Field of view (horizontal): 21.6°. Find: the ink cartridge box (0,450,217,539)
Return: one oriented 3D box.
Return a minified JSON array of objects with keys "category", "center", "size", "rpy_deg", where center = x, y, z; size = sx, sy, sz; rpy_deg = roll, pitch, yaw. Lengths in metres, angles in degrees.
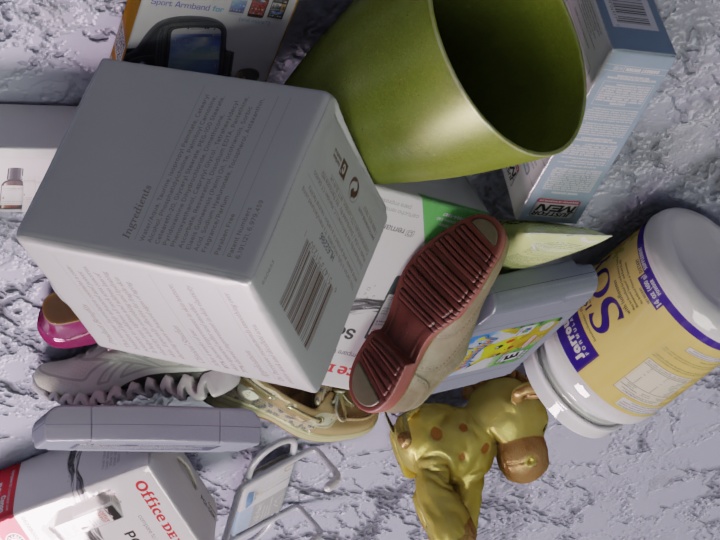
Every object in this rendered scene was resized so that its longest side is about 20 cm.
[{"category":"ink cartridge box","center":[-0.262,0.249,1.892],"size":[0.199,0.083,0.147],"rpy_deg":[-22,122,13]}]

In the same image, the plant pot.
[{"category":"plant pot","center":[0.039,-0.143,1.445],"size":[0.199,0.189,0.186],"rpy_deg":[-22,144,38]}]

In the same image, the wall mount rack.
[{"category":"wall mount rack","center":[-0.107,0.266,1.953],"size":[0.173,0.075,0.201],"rpy_deg":[-27,152,-30]}]

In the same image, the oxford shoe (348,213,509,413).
[{"category":"oxford shoe","center":[0.068,0.037,1.592],"size":[0.074,0.071,0.200],"rpy_deg":[12,122,-48]}]

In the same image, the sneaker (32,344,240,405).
[{"category":"sneaker","center":[-0.210,0.079,1.741],"size":[0.198,0.075,0.082],"rpy_deg":[-6,105,13]}]

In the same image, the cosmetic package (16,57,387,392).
[{"category":"cosmetic package","center":[-0.113,-0.034,1.408],"size":[0.198,0.167,0.168],"rpy_deg":[11,153,23]}]

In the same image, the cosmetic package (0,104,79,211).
[{"category":"cosmetic package","center":[-0.290,-0.089,1.510],"size":[0.198,0.051,0.083],"rpy_deg":[0,140,-15]}]

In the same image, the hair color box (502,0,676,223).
[{"category":"hair color box","center":[0.175,-0.140,1.524],"size":[0.060,0.100,0.201],"rpy_deg":[3,140,-21]}]

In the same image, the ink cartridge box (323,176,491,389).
[{"category":"ink cartridge box","center":[0.000,0.000,1.626],"size":[0.145,0.084,0.201],"rpy_deg":[13,118,-29]}]

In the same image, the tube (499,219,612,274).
[{"category":"tube","center":[0.137,-0.024,1.620],"size":[0.058,0.052,0.200],"rpy_deg":[-42,-169,-17]}]

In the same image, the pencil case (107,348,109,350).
[{"category":"pencil case","center":[-0.155,-0.019,1.581],"size":[0.199,0.088,0.087],"rpy_deg":[-36,138,11]}]

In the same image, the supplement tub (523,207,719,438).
[{"category":"supplement tub","center":[0.261,0.052,1.755],"size":[0.145,0.146,0.200],"rpy_deg":[20,132,-35]}]

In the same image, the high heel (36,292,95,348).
[{"category":"high heel","center":[-0.191,0.031,1.695],"size":[0.198,0.068,0.096],"rpy_deg":[-16,169,-13]}]

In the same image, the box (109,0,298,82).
[{"category":"box","center":[-0.121,-0.182,1.443],"size":[0.118,0.042,0.201],"rpy_deg":[5,142,-19]}]

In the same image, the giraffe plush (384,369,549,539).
[{"category":"giraffe plush","center":[0.118,0.172,1.895],"size":[0.161,0.173,0.201],"rpy_deg":[-21,108,-4]}]

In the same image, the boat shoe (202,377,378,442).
[{"category":"boat shoe","center":[-0.062,0.112,1.808],"size":[0.199,0.074,0.063],"rpy_deg":[13,139,-27]}]

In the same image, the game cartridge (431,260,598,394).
[{"category":"game cartridge","center":[0.114,0.057,1.699],"size":[0.132,0.041,0.200],"rpy_deg":[-8,156,-28]}]

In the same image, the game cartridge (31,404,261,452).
[{"category":"game cartridge","center":[-0.197,0.146,1.743],"size":[0.198,0.042,0.133],"rpy_deg":[2,166,-16]}]
